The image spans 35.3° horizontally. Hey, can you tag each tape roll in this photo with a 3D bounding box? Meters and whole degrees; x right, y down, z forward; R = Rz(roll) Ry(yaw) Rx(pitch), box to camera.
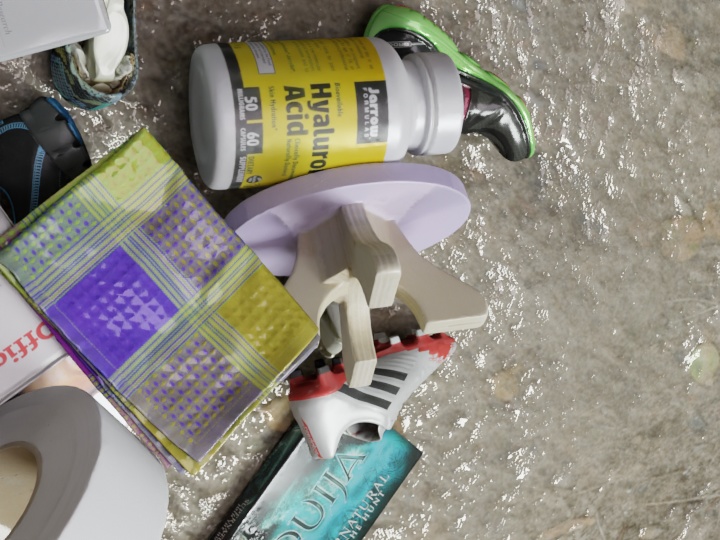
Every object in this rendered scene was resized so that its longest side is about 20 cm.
[{"bbox_3d":[-0.224,0.173,0.732,0.202,0.202,0.071,-48,124,-12],"label":"tape roll"}]

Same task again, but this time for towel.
[{"bbox_3d":[-0.130,0.020,0.758,0.144,0.023,0.200,-43,100,-21],"label":"towel"}]

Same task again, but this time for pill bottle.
[{"bbox_3d":[-0.027,-0.125,0.883,0.200,0.111,0.111,-7,109,-18],"label":"pill bottle"}]

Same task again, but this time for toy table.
[{"bbox_3d":[0.000,0.000,0.879,0.200,0.117,0.184,-13,151,-3],"label":"toy table"}]

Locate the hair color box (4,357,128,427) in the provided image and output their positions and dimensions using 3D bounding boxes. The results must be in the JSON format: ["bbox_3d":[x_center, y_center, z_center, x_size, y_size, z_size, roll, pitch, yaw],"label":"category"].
[{"bbox_3d":[-0.264,0.120,0.854,0.200,0.064,0.111,-46,123,-15],"label":"hair color box"}]

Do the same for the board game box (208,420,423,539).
[{"bbox_3d":[-0.043,0.216,1.053,0.135,0.028,0.200,42,80,-36],"label":"board game box"}]

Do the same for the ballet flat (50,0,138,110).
[{"bbox_3d":[-0.182,-0.213,0.803,0.074,0.074,0.200,-10,109,-31],"label":"ballet flat"}]

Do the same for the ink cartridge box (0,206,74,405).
[{"bbox_3d":[-0.299,0.005,0.746,0.146,0.083,0.200,-37,103,-20],"label":"ink cartridge box"}]

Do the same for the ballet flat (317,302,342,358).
[{"bbox_3d":[-0.057,0.043,0.961,0.200,0.075,0.068,1,129,-35],"label":"ballet flat"}]

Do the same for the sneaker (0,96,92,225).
[{"bbox_3d":[-0.214,-0.030,0.848,0.082,0.073,0.200,-29,114,-5],"label":"sneaker"}]

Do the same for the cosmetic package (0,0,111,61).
[{"bbox_3d":[-0.264,-0.159,0.709,0.200,0.102,0.074,-19,107,-11],"label":"cosmetic package"}]

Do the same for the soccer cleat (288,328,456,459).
[{"bbox_3d":[0.016,0.106,1.014,0.200,0.069,0.085,-18,97,-46],"label":"soccer cleat"}]

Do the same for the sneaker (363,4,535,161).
[{"bbox_3d":[0.073,-0.152,0.998,0.200,0.077,0.084,33,92,-27],"label":"sneaker"}]
